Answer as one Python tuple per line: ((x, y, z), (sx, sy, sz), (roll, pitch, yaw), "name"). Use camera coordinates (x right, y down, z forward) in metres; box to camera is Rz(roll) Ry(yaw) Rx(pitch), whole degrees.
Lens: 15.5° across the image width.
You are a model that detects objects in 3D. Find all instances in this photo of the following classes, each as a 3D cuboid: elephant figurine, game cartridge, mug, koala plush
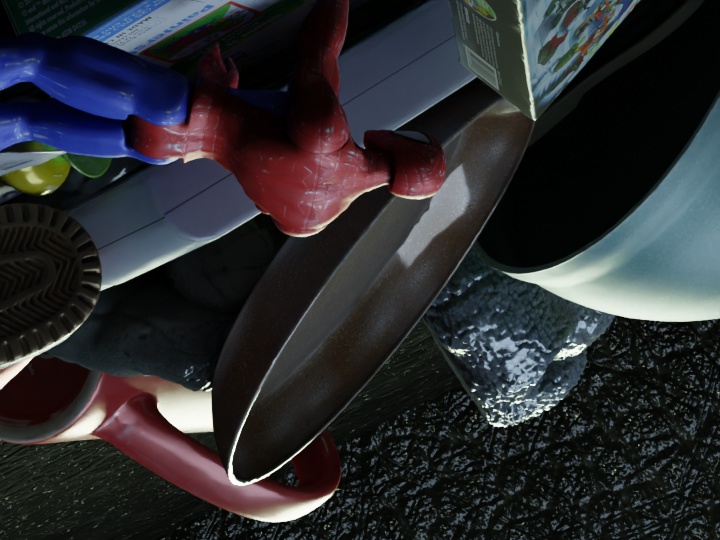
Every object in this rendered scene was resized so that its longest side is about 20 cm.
((-0.063, -0.015, 1.172), (0.142, 0.154, 0.200), (-70, 164, 12), "elephant figurine")
((-0.024, -0.054, 0.999), (0.200, 0.042, 0.133), (-34, -169, -33), "game cartridge")
((-0.091, 0.031, 1.296), (0.200, 0.177, 0.134), (-3, 118, -58), "mug")
((0.112, -0.033, 1.400), (0.199, 0.178, 0.184), (-34, -178, 0), "koala plush")

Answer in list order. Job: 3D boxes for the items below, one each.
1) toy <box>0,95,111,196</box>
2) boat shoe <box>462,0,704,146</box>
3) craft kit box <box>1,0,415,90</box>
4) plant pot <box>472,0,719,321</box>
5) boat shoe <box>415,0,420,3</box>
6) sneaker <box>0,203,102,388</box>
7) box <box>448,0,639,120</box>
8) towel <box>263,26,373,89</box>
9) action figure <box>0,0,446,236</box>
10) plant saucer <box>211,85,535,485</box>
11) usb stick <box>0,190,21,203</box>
((-0.179, -0.034, 0.948), (0.199, 0.048, 0.115), (-12, 180, 27), "toy")
((0.093, -0.129, 1.156), (0.066, 0.075, 0.199), (20, 133, -36), "boat shoe")
((-0.003, -0.130, 0.947), (0.199, 0.049, 0.197), (-28, 169, 17), "craft kit box")
((0.160, -0.058, 1.204), (0.134, 0.201, 0.200), (29, 141, -25), "plant pot")
((0.111, -0.142, 1.077), (0.199, 0.075, 0.062), (-24, -155, 15), "boat shoe")
((-0.194, 0.031, 0.931), (0.199, 0.072, 0.112), (-14, 175, -17), "sneaker")
((0.082, -0.142, 0.861), (0.137, 0.040, 0.200), (-50, 165, -8), "box")
((0.009, -0.093, 1.283), (0.199, 0.023, 0.143), (-18, 168, -45), "towel")
((-0.066, -0.070, 0.850), (0.199, 0.099, 0.065), (14, 141, 0), "action figure")
((0.000, 0.000, 1.082), (0.200, 0.032, 0.200), (-50, 167, -15), "plant saucer")
((-0.218, -0.008, 1.068), (0.199, 0.033, 0.055), (-26, -165, 5), "usb stick")
